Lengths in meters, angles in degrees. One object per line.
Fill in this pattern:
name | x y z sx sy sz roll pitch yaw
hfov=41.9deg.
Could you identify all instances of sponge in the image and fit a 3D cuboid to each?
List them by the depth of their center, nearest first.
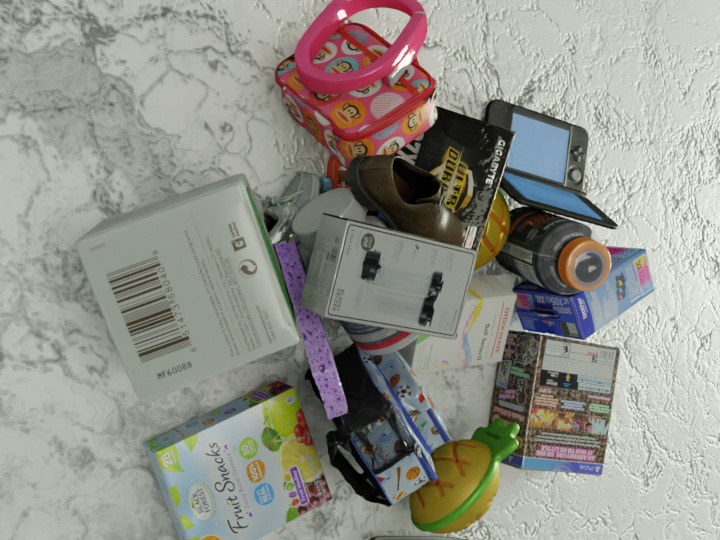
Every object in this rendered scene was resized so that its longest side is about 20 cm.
sponge | -0.060 0.070 1.159 0.030 0.200 0.112 -18 144 -3

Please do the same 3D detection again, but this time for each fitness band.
fitness band | 0.002 -0.293 1.191 0.200 0.143 0.037 -57 152 -30

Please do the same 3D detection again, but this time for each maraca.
maraca | 0.147 0.288 1.333 0.200 0.137 0.107 -46 107 -14
maraca | 0.128 -0.053 1.342 0.199 0.107 0.138 -21 111 -19

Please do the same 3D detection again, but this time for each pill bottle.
pill bottle | 0.000 0.000 1.205 0.120 0.119 0.200 -44 121 -20
pill bottle | 0.278 -0.027 1.359 0.106 0.200 0.107 -4 104 -18

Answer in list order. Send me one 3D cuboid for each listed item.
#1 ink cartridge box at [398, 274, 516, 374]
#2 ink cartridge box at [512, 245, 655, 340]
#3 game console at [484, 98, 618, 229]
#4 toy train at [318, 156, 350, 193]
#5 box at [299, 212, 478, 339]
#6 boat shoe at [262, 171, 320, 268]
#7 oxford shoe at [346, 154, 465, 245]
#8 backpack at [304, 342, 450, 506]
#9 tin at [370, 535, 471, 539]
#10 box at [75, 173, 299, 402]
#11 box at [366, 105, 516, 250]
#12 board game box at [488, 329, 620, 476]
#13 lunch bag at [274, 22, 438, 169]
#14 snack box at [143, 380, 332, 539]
ink cartridge box | 0.151 0.075 1.357 0.199 0.067 0.117 -6 120 -27
ink cartridge box | 0.325 0.037 1.421 0.200 0.136 0.077 -31 109 -27
game console | 0.289 -0.160 1.412 0.199 0.116 0.177 13 82 -28
toy train | 0.025 -0.160 1.318 0.199 0.056 0.151 -6 103 -29
box | 0.037 0.010 1.123 0.199 0.060 0.117 10 95 -34
boat shoe | -0.121 -0.047 1.232 0.065 0.074 0.202 34 85 -23
oxford shoe | 0.076 -0.078 1.166 0.200 0.084 0.073 32 63 -40
backpack | 0.029 0.206 1.256 0.154 0.200 0.191 -22 119 -2
tin | 0.102 0.405 1.340 0.199 0.112 0.042 9 77 -28
box | -0.195 0.012 1.108 0.199 0.171 0.200 -20 101 -4
box | 0.103 -0.114 1.269 0.159 0.049 0.201 19 91 3
board game box | 0.293 0.202 1.440 0.159 0.097 0.201 11 86 -27
lunch bag | 0.005 -0.234 1.220 0.176 0.200 0.082 -34 144 -16
snack box | -0.156 0.262 1.223 0.200 0.068 0.169 -24 103 -23
